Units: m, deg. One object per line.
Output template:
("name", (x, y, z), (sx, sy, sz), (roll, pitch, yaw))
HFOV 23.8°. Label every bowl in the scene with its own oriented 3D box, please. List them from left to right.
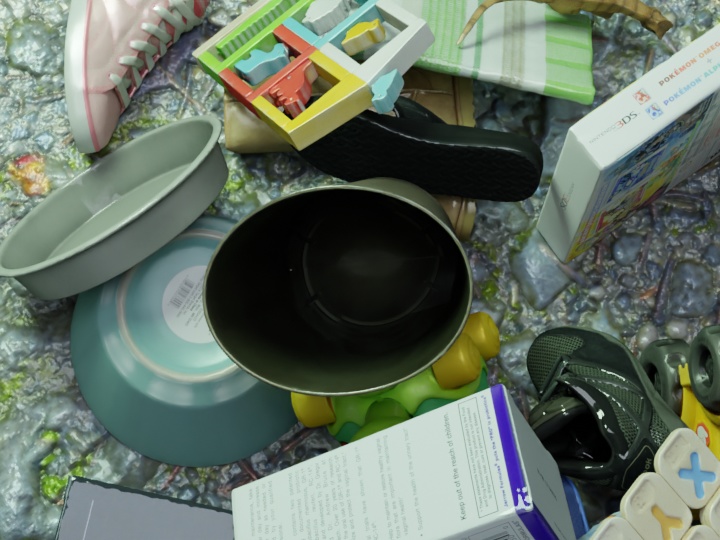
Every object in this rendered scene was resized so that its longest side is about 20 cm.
("bowl", (-0.123, 0.039, 1.276), (0.199, 0.105, 0.203), (1, 74, -3))

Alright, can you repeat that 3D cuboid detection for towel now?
("towel", (0.087, -0.183, 1.353), (0.198, 0.031, 0.150), (13, 34, -1))

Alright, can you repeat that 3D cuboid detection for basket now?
("basket", (0.000, 0.000, 1.192), (0.179, 0.200, 0.137), (-6, 97, 10))

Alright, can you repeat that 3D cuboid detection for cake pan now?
("cake pan", (-0.180, -0.044, 1.263), (0.200, 0.200, 0.037), (-36, 111, -12))

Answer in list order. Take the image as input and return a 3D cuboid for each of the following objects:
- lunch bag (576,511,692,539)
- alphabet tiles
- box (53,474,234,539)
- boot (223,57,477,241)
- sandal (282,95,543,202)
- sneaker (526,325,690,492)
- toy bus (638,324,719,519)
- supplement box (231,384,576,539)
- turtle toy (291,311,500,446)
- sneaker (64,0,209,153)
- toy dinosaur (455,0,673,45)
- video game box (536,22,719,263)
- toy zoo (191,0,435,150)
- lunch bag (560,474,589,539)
("lunch bag", (0.175, 0.259, 1.119), (0.199, 0.075, 0.161), (-34, 92, -25))
("alphabet tiles", (0.238, 0.209, 1.109), (0.196, 0.015, 0.200), (49, 65, -12))
("box", (-0.126, 0.246, 1.215), (0.198, 0.107, 0.150), (13, 74, -1))
("boot", (-0.009, -0.103, 1.347), (0.198, 0.066, 0.176), (0, 62, -4))
("sandal", (0.039, -0.096, 1.282), (0.199, 0.076, 0.048), (12, 49, 2))
("sneaker", (0.154, 0.091, 1.235), (0.114, 0.200, 0.077), (17, 112, -29))
("toy bus", (0.289, 0.138, 1.227), (0.135, 0.200, 0.194), (2, 79, -14))
("supplement box", (0.028, 0.170, 1.089), (0.199, 0.101, 0.104), (-23, 44, 13))
("turtle toy", (0.031, 0.106, 1.233), (0.145, 0.200, 0.102), (-17, 96, 17))
("sneaker", (-0.175, -0.188, 1.351), (0.104, 0.075, 0.202), (2, 70, 2))
("toy dinosaur", (0.158, -0.225, 1.359), (0.198, 0.061, 0.107), (1, 37, -19))
("video game box", (0.225, -0.101, 1.290), (0.182, 0.200, 0.047), (-37, 75, -13))
("toy zoo", (-0.031, -0.161, 1.268), (0.131, 0.021, 0.200), (-39, 40, -7))
("lunch bag", (0.105, 0.236, 1.214), (0.131, 0.136, 0.202), (-7, 80, -20))
